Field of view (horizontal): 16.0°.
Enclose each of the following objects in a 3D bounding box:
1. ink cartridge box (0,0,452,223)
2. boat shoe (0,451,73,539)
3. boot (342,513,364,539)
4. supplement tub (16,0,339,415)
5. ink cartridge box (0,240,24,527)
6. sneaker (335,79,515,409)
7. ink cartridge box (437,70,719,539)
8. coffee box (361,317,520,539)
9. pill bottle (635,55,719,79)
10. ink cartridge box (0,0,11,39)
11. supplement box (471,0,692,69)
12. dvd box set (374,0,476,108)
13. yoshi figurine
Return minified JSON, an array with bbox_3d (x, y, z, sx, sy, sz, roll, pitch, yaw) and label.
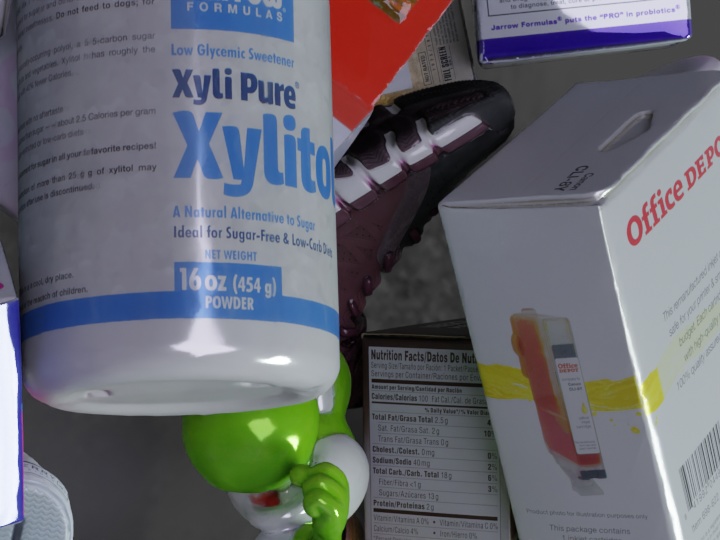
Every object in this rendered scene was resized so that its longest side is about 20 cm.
[{"bbox_3d":[-0.078,-0.093,1.128,0.162,0.057,0.200,37,98,4],"label":"ink cartridge box"},{"bbox_3d":[-0.162,0.173,1.097,0.073,0.067,0.201,17,99,-14],"label":"boat shoe"},{"bbox_3d":[-0.108,0.155,1.162,0.166,0.072,0.200,39,81,-17],"label":"boot"},{"bbox_3d":[-0.075,-0.047,1.040,0.131,0.132,0.202,1,80,-20],"label":"supplement tub"},{"bbox_3d":[-0.158,0.037,1.036,0.037,0.200,0.095,-2,110,-10],"label":"ink cartridge box"},{"bbox_3d":[0.000,0.000,1.198,0.199,0.076,0.116,-29,108,4],"label":"sneaker"},{"bbox_3d":[0.119,0.031,1.124,0.145,0.083,0.201,-41,124,-50],"label":"ink cartridge box"},{"bbox_3d":[0.062,0.125,1.189,0.114,0.079,0.202,-5,96,-60],"label":"coffee box"},{"bbox_3d":[0.172,0.007,1.243,0.111,0.111,0.201,-34,101,-17],"label":"pill bottle"},{"bbox_3d":[-0.229,-0.187,1.060,0.144,0.084,0.201,-5,52,-20],"label":"ink cartridge box"},{"bbox_3d":[0.095,-0.201,1.206,0.103,0.101,0.202,-6,93,3],"label":"supplement box"},{"bbox_3d":[-0.052,-0.136,1.206,0.199,0.029,0.147,-15,95,-20],"label":"dvd box set"},{"bbox_3d":[-0.044,0.121,1.108,0.111,0.112,0.201,3,70,-5],"label":"yoshi figurine"}]
